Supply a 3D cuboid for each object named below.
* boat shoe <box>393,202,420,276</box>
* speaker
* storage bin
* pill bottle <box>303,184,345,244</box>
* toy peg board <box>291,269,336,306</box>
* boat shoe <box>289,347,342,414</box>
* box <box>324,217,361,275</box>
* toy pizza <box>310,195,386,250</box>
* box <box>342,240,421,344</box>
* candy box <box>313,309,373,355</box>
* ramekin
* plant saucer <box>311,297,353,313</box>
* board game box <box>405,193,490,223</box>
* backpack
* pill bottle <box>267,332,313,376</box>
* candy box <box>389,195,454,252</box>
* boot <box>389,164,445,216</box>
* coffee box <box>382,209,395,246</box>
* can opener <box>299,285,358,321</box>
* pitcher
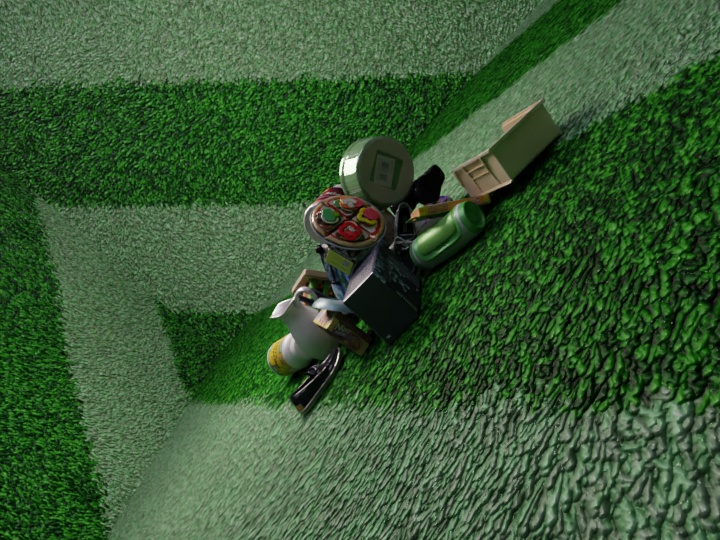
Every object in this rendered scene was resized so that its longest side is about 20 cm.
[{"bbox_3d":[0.119,-0.072,1.615,0.068,0.071,0.206,68,-157,-75],"label":"boat shoe"},{"bbox_3d":[0.204,-0.080,1.506,0.199,0.088,0.089,-39,14,43],"label":"speaker"},{"bbox_3d":[0.345,-0.283,1.518,0.200,0.094,0.198,-43,8,-18],"label":"storage bin"},{"bbox_3d":[-0.075,-0.163,1.757,0.114,0.114,0.201,-43,8,27],"label":"pill bottle"},{"bbox_3d":[-0.103,0.087,1.975,0.199,0.194,0.101,133,143,-64],"label":"toy peg board"},{"bbox_3d":[-0.113,0.274,1.646,0.201,0.062,0.074,-53,10,-26],"label":"boat shoe"},{"bbox_3d":[-0.017,-0.081,1.616,0.201,0.074,0.051,-59,-3,-45],"label":"box"},{"bbox_3d":[-0.029,-0.129,1.594,0.032,0.196,0.202,102,-166,-45],"label":"toy pizza"},{"bbox_3d":[0.056,0.048,1.497,0.107,0.148,0.201,-44,12,22],"label":"box"},{"bbox_3d":[-0.049,0.154,1.641,0.057,0.116,0.200,-53,11,-10],"label":"candy box"},{"bbox_3d":[0.050,-0.262,1.708,0.201,0.200,0.097,-51,20,-16],"label":"ramekin"},{"bbox_3d":[-0.026,0.090,1.603,0.200,0.194,0.028,178,99,-76],"label":"plant saucer"},{"bbox_3d":[0.208,-0.148,1.538,0.194,0.031,0.096,-14,-3,-8],"label":"board game box"},{"bbox_3d":[0.000,0.000,1.732,0.180,0.205,0.146,-26,19,-25],"label":"backpack"},{"bbox_3d":[-0.206,0.253,1.963,0.114,0.112,0.199,-55,12,-32],"label":"pill bottle"},{"bbox_3d":[0.176,-0.106,1.742,0.201,0.071,0.168,-49,11,-2],"label":"candy box"},{"bbox_3d":[0.148,-0.203,1.790,0.167,0.077,0.201,-39,10,34],"label":"boot"},{"bbox_3d":[0.062,-0.111,1.879,0.115,0.199,0.080,-50,11,-13],"label":"coffee box"},{"bbox_3d":[-0.093,0.099,1.850,0.079,0.194,0.065,112,174,-75],"label":"can opener"},{"bbox_3d":[-0.137,0.148,1.806,0.171,0.200,0.122,-38,14,40],"label":"pitcher"}]
